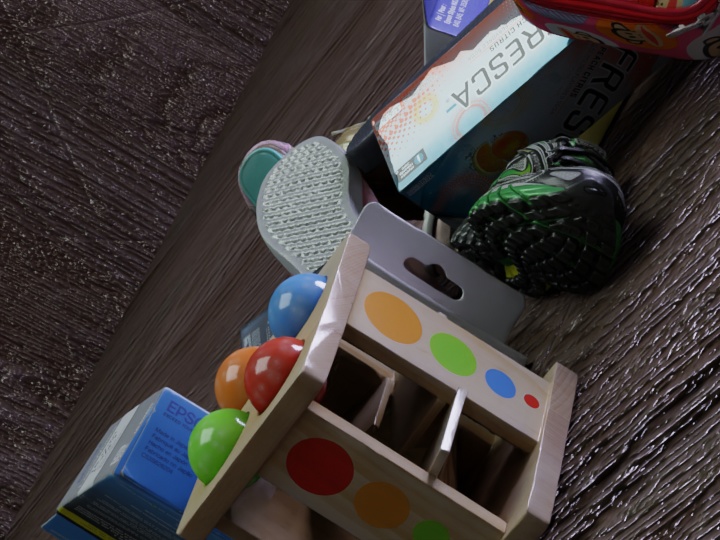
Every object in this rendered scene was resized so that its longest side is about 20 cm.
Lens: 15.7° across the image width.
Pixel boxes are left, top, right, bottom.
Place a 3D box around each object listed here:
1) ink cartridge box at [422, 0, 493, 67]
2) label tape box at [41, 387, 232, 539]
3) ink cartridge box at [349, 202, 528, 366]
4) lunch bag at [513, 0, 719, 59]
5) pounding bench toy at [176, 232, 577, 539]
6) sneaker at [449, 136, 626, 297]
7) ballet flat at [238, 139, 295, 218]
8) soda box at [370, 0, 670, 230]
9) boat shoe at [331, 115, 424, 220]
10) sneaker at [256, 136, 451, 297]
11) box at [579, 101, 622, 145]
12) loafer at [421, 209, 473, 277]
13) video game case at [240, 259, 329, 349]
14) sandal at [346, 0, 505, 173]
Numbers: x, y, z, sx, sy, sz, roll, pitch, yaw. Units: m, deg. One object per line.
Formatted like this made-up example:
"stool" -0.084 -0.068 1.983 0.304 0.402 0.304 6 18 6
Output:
"ink cartridge box" 0.077 -0.161 1.783 0.198 0.047 0.201 -69 -17 -55
"label tape box" -0.095 0.146 1.538 0.063 0.144 0.200 -61 10 -21
"ink cartridge box" 0.009 0.071 1.424 0.201 0.116 0.068 -61 10 -11
"lunch bag" 0.172 -0.215 1.402 0.082 0.175 0.201 36 -109 -59
"pounding bench toy" -0.016 0.110 1.297 0.200 0.156 0.124 -53 10 33
"sneaker" 0.102 -0.040 1.414 0.085 0.078 0.200 -58 8 -6
"ballet flat" -0.008 -0.008 1.742 0.069 0.200 0.071 -47 -26 21
"soda box" 0.103 -0.114 1.505 0.200 0.063 0.069 -41 43 20
"boat shoe" 0.019 -0.080 1.825 0.200 0.073 0.063 47 -135 -78
"sneaker" 0.000 0.000 1.664 0.075 0.105 0.200 -37 36 5
"box" 0.145 -0.138 1.599 0.201 0.050 0.075 -60 9 -12
"loafer" 0.092 -0.077 1.659 0.072 0.063 0.201 79 -154 -48
"video game case" -0.033 0.084 1.578 0.200 0.019 0.144 145 121 -67
"sandal" 0.071 -0.124 1.625 0.200 0.043 0.076 -40 11 36
